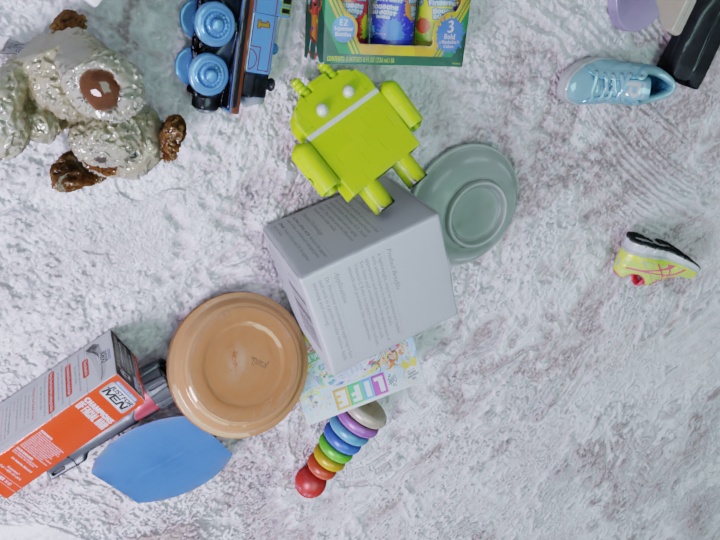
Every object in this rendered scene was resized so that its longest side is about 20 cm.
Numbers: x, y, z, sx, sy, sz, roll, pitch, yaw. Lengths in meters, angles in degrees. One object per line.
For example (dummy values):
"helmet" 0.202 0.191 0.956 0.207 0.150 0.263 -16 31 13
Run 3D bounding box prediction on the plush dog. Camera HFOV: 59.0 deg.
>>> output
"plush dog" -0.288 -0.169 0.692 0.199 0.161 0.172 -14 138 12

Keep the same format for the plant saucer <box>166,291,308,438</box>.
"plant saucer" -0.164 0.130 0.879 0.199 0.032 0.202 3 84 -28

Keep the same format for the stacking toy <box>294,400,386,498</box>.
"stacking toy" -0.043 0.296 1.049 0.085 0.085 0.200 27 104 -33

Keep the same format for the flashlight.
"flashlight" -0.345 0.196 0.866 0.199 0.068 0.068 -29 125 -5

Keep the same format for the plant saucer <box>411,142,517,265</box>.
"plant saucer" 0.169 -0.093 0.981 0.199 0.050 0.201 -10 117 -21

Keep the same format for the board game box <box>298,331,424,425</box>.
"board game box" -0.011 0.139 0.984 0.199 0.034 0.135 -18 96 -17

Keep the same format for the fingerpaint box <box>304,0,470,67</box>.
"fingerpaint box" 0.037 -0.342 0.783 0.199 0.073 0.168 -6 116 -23

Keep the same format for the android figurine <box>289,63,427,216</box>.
"android figurine" -0.007 -0.174 0.811 0.182 0.041 0.200 -38 93 -20

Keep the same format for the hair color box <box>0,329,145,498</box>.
"hair color box" -0.380 0.177 0.808 0.200 0.111 0.064 -35 125 -6

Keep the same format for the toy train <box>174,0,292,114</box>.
"toy train" -0.142 -0.277 0.724 0.114 0.087 0.201 -2 114 -32

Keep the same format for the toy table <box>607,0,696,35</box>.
"toy table" 0.452 -0.442 0.911 0.183 0.117 0.201 -2 115 -25

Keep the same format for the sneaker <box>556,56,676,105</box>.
"sneaker" 0.401 -0.289 0.979 0.199 0.082 0.074 -13 118 -20

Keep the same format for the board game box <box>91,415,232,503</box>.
"board game box" -0.288 0.263 0.925 0.157 0.039 0.200 -28 137 -2

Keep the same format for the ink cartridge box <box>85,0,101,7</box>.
"ink cartridge box" -0.297 -0.375 0.599 0.200 0.084 0.145 35 96 -34

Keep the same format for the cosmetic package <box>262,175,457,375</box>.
"cosmetic package" 0.000 0.000 0.872 0.199 0.165 0.166 -24 124 -14

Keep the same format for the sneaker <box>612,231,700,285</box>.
"sneaker" 0.550 -0.009 1.198 0.199 0.078 0.091 14 115 -24

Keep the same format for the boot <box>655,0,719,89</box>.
"boot" 0.584 -0.390 1.029 0.164 0.066 0.201 14 104 -21
